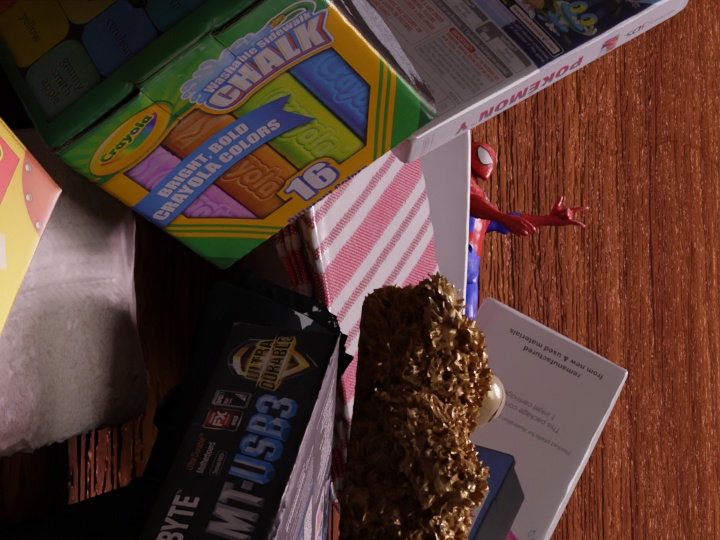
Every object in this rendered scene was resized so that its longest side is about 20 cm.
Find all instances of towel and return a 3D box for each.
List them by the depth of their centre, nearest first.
[{"bbox_3d":[-0.141,0.009,0.845,0.200,0.034,0.133,-15,101,-68],"label":"towel"},{"bbox_3d":[0.000,0.000,1.021,0.146,0.030,0.200,-53,139,-55],"label":"towel"}]

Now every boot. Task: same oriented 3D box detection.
[{"bbox_3d":[-0.079,0.076,0.861,0.168,0.076,0.200,-64,161,-2],"label":"boot"}]

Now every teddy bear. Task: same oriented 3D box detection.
[{"bbox_3d":[0.024,0.102,0.879,0.200,0.067,0.145,-83,178,-47],"label":"teddy bear"}]

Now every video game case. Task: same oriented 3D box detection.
[{"bbox_3d":[0.031,-0.161,1.014,0.182,0.200,0.023,-30,155,-26],"label":"video game case"}]

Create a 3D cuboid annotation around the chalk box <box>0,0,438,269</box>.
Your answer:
[{"bbox_3d":[-0.078,-0.107,0.842,0.125,0.124,0.200,59,10,28],"label":"chalk box"}]

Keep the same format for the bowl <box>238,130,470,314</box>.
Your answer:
[{"bbox_3d":[-0.005,-0.029,1.139,0.200,0.075,0.200,30,59,-64],"label":"bowl"}]

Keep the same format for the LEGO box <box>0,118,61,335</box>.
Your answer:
[{"bbox_3d":[-0.189,0.007,0.634,0.149,0.077,0.200,53,39,-38],"label":"LEGO box"}]

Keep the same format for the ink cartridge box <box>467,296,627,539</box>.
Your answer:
[{"bbox_3d":[0.057,0.132,1.105,0.200,0.087,0.145,-60,172,-11],"label":"ink cartridge box"}]

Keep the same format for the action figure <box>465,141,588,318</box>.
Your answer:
[{"bbox_3d":[0.088,0.002,1.346,0.065,0.099,0.200,55,36,-55],"label":"action figure"}]

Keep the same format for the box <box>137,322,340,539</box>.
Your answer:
[{"bbox_3d":[-0.046,0.151,0.751,0.200,0.050,0.199,-73,168,-62],"label":"box"}]
